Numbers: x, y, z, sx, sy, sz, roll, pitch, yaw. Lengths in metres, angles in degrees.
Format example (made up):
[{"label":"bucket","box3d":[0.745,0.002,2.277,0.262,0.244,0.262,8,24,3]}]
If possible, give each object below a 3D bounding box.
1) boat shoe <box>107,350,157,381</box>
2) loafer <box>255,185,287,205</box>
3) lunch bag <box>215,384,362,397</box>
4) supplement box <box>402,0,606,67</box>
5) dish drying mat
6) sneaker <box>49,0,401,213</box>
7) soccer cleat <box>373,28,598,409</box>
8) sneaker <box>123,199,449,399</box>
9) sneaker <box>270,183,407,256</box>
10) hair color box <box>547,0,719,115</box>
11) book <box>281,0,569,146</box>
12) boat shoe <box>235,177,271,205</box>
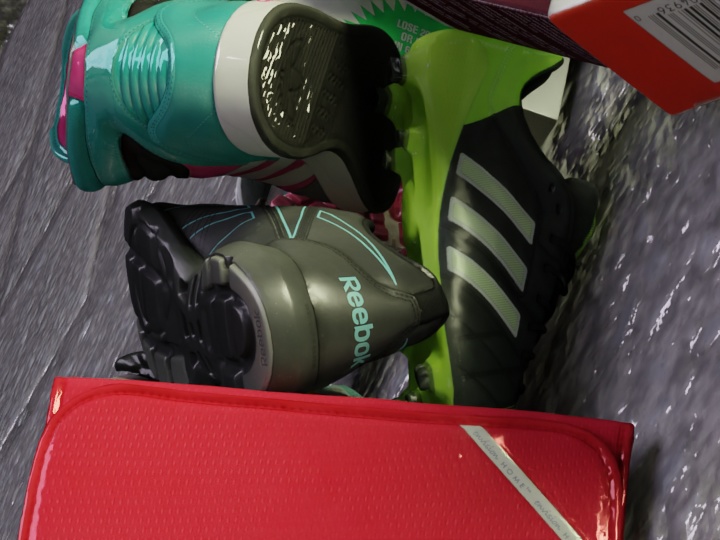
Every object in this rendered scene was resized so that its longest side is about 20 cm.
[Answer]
[{"label":"boat shoe","box3d":[-0.077,0.134,1.202,0.075,0.093,0.200,13,103,35]},{"label":"loafer","box3d":[-0.044,0.031,1.151,0.063,0.072,0.200,-9,61,33]},{"label":"lunch bag","box3d":[-0.025,0.130,0.923,0.200,0.077,0.161,-144,57,-77]},{"label":"supplement box","box3d":[0.092,-0.129,0.866,0.200,0.061,0.109,23,88,52]},{"label":"dish drying mat","box3d":[-0.012,0.075,0.818,0.018,0.200,0.077,79,-163,-62]},{"label":"sneaker","box3d":[-0.059,-0.064,0.973,0.200,0.121,0.084,24,-107,-70]},{"label":"soccer cleat","box3d":[0.052,0.003,0.942,0.068,0.081,0.200,130,139,-72]},{"label":"sneaker","box3d":[-0.035,0.011,0.936,0.200,0.079,0.076,-156,56,-66]},{"label":"sneaker","box3d":[0.000,0.000,1.075,0.200,0.081,0.075,-49,-17,-57]},{"label":"hair color box","box3d":[0.128,-0.153,0.731,0.101,0.061,0.200,-16,51,46]},{"label":"book","box3d":[0.036,-0.158,1.095,0.048,0.133,0.200,125,162,-55]},{"label":"boat shoe","box3d":[-0.031,-0.044,1.285,0.074,0.067,0.200,-62,16,16]}]
